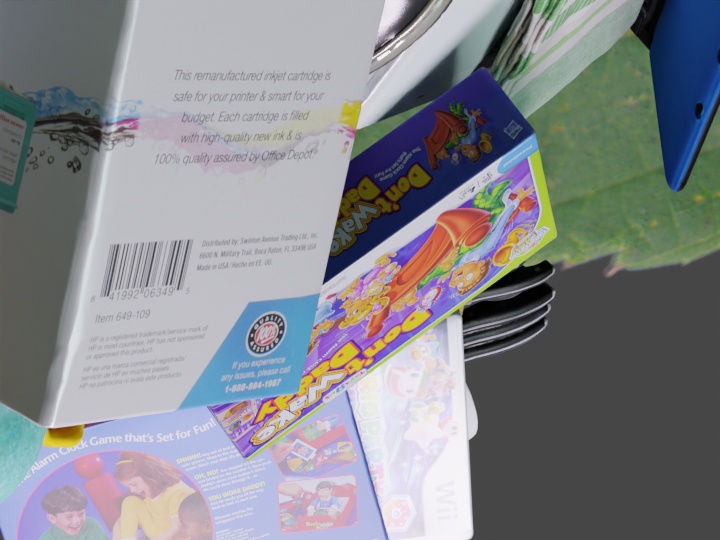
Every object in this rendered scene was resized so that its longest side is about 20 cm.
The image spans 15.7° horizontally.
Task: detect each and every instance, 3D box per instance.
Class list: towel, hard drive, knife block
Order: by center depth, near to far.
[{"bbox_3d":[0.070,-0.157,1.234,0.200,0.026,0.132,-52,168,28],"label":"hard drive"},{"bbox_3d":[0.125,-0.149,1.318,0.152,0.023,0.200,-41,166,-31],"label":"towel"},{"bbox_3d":[0.012,0.038,1.508,0.200,0.064,0.175,-44,144,13],"label":"knife block"}]

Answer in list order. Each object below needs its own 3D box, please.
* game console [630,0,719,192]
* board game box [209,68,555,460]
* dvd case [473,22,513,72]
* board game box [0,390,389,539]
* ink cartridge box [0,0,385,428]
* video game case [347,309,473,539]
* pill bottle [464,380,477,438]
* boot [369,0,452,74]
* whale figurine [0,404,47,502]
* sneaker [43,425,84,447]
[{"bbox_3d":[0.223,-0.166,1.403,0.170,0.119,0.201,-25,153,-25],"label":"game console"},{"bbox_3d":[0.000,0.000,1.290,0.199,0.045,0.135,-36,158,-5],"label":"board game box"},{"bbox_3d":[0.053,-0.148,1.321,0.199,0.025,0.151,-21,150,-34],"label":"dvd case"},{"bbox_3d":[-0.094,0.119,1.407,0.199,0.045,0.135,-15,116,-1],"label":"board game box"},{"bbox_3d":[-0.099,-0.063,1.033,0.146,0.146,0.201,-4,113,-50],"label":"ink cartridge box"},{"bbox_3d":[-0.040,0.096,1.439,0.198,0.018,0.144,-7,115,-5],"label":"video game case"},{"bbox_3d":[-0.035,0.111,1.549,0.199,0.112,0.112,-30,155,-18],"label":"pill bottle"},{"bbox_3d":[-0.010,-0.176,1.117,0.153,0.074,0.204,14,129,-40],"label":"boot"},{"bbox_3d":[-0.171,0.036,1.230,0.200,0.104,0.159,-47,-179,-9],"label":"whale figurine"},{"bbox_3d":[-0.104,0.011,1.326,0.200,0.077,0.073,-48,152,19],"label":"sneaker"}]
